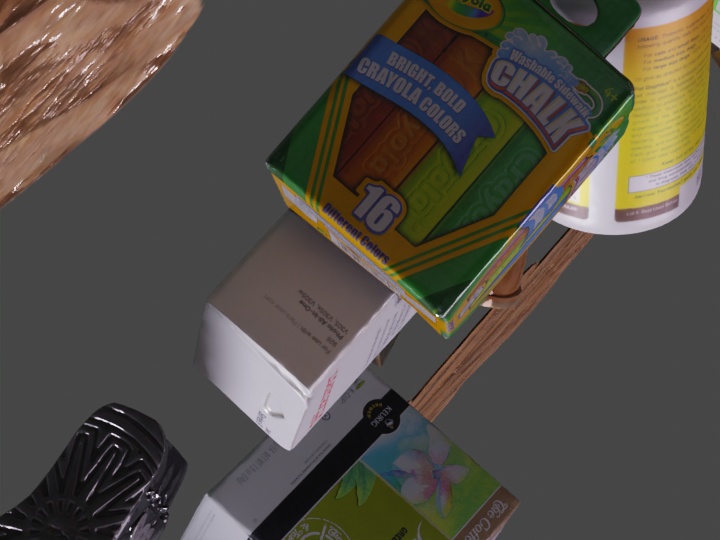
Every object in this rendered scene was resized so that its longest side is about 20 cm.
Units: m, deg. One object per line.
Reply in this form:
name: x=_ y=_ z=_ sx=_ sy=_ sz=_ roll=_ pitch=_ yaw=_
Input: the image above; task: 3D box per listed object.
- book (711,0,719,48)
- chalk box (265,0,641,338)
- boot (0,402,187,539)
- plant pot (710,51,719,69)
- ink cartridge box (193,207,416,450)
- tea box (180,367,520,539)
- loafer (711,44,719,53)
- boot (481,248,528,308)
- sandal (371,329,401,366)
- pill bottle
book: x=0.256 y=-0.230 z=1.780 sx=0.048 sy=0.133 sz=0.200 roll=-45 pitch=172 yaw=-27
chalk box: x=0.063 y=-0.083 z=1.398 sx=0.200 sy=0.125 sz=0.124 roll=-50 pitch=173 yaw=-3
boot: x=-0.164 y=0.153 z=1.508 sx=0.165 sy=0.066 sz=0.200 roll=-47 pitch=177 yaw=-8
plant pot: x=0.446 y=-0.262 z=2.638 sx=0.188 sy=0.201 sz=0.201 roll=-30 pitch=165 yaw=-25
ink cartridge box: x=-0.001 y=-0.007 z=1.550 sx=0.200 sy=0.084 sz=0.146 roll=-48 pitch=173 yaw=-17
tea box: x=-0.013 y=0.217 z=2.211 sx=0.200 sy=0.197 sz=0.134 roll=-45 pitch=172 yaw=-35
loafer: x=0.363 y=-0.255 z=2.478 sx=0.071 sy=0.073 sz=0.200 roll=-3 pitch=-148 yaw=47
boot: x=0.098 y=-0.070 z=1.728 sx=0.200 sy=0.076 sz=0.156 roll=-48 pitch=157 yaw=-64
sandal: x=0.000 y=0.000 z=1.750 sx=0.082 sy=0.054 sz=0.200 roll=-62 pitch=161 yaw=-10
pill bottle: x=0.145 y=-0.128 z=1.524 sx=0.109 sy=0.109 sz=0.201 roll=-43 pitch=144 yaw=-41
